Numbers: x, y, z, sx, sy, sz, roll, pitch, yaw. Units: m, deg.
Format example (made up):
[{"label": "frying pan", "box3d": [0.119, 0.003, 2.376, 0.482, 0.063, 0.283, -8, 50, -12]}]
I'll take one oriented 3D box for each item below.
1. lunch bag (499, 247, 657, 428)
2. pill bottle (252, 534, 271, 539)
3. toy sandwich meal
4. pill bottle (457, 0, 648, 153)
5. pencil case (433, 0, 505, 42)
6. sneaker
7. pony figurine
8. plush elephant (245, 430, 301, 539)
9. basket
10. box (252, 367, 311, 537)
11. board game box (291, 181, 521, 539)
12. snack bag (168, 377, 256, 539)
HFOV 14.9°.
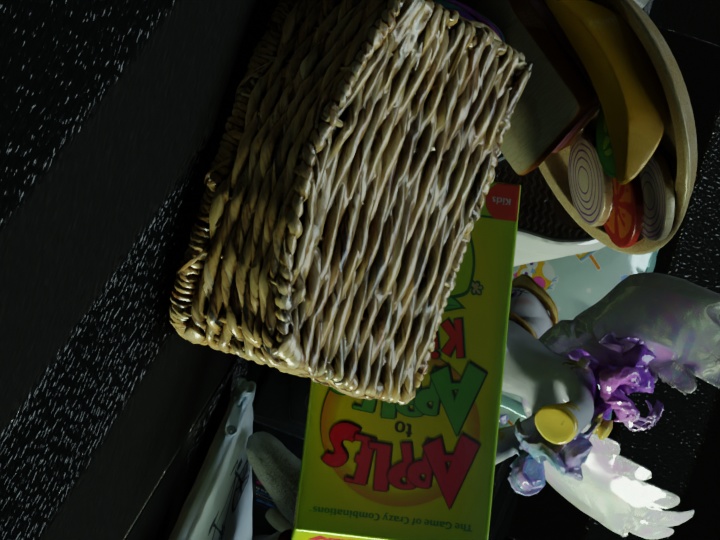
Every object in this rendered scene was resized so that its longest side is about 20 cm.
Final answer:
[{"label": "lunch bag", "box3d": [0.098, 0.025, 1.940, 0.122, 0.200, 0.171, 83, 26, -71]}, {"label": "pill bottle", "box3d": [-0.060, 0.277, 1.754, 0.200, 0.112, 0.112, -65, 171, -5]}, {"label": "toy sandwich meal", "box3d": [0.127, -0.098, 1.684, 0.070, 0.205, 0.205, -21, 145, -25]}, {"label": "pill bottle", "box3d": [0.120, -0.177, 1.815, 0.200, 0.111, 0.111, -52, 174, 9]}, {"label": "pencil case", "box3d": [0.037, -0.081, 1.698, 0.200, 0.092, 0.085, 95, -20, -55]}, {"label": "sneaker", "box3d": [0.086, -0.033, 1.865, 0.085, 0.200, 0.073, 128, -44, -61]}, {"label": "pony figurine", "box3d": [0.116, 0.065, 1.587, 0.167, 0.193, 0.200, -64, 164, 21]}, {"label": "plush elephant", "box3d": [-0.014, 0.155, 1.584, 0.165, 0.200, 0.155, -40, -145, 2]}, {"label": "basket", "box3d": [-0.034, -0.051, 1.384, 0.143, 0.149, 0.200, 20, 89, -49]}, {"label": "box", "box3d": [-0.004, 0.107, 1.780, 0.200, 0.106, 0.122, 93, 18, -61]}, {"label": "board game box", "box3d": [0.025, 0.049, 1.465, 0.048, 0.101, 0.200, 108, -11, -75]}, {"label": "snack bag", "box3d": [-0.103, 0.187, 1.614, 0.200, 0.021, 0.189, 95, 16, -55]}]
